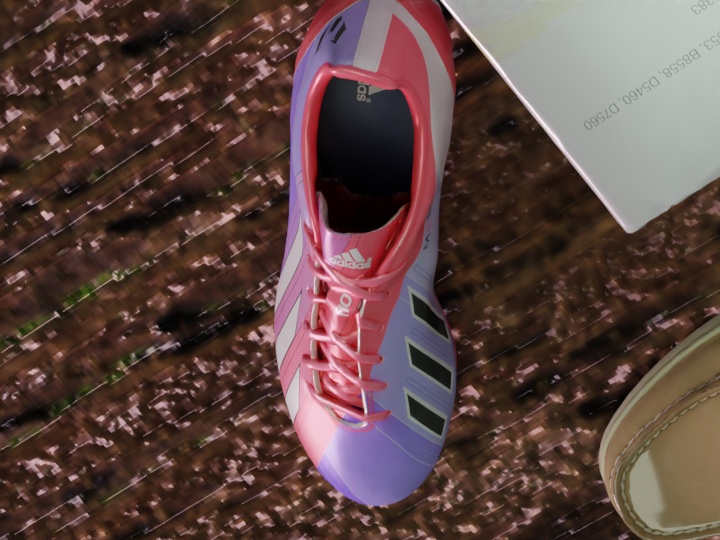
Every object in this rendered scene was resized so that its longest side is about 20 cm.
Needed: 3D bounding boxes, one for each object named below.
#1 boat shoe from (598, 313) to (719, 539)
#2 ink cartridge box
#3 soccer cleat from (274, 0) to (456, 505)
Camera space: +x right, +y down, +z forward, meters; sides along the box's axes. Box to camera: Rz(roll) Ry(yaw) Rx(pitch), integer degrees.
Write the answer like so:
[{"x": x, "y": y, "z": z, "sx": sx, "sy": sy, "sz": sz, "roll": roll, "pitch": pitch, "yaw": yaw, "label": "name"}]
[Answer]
[{"x": 0.164, "y": 0.042, "z": 0.932, "sx": 0.200, "sy": 0.066, "sz": 0.074, "roll": -32, "pitch": 106, "yaw": 24, "label": "boat shoe"}, {"x": 0.090, "y": -0.121, "z": 0.822, "sx": 0.125, "sy": 0.129, "sz": 0.200, "roll": -33, "pitch": 105, "yaw": 25, "label": "ink cartridge box"}, {"x": 0.000, "y": 0.000, "z": 0.941, "sx": 0.066, "sy": 0.077, "sz": 0.201, "roll": 8, "pitch": 117, "yaw": 8, "label": "soccer cleat"}]
